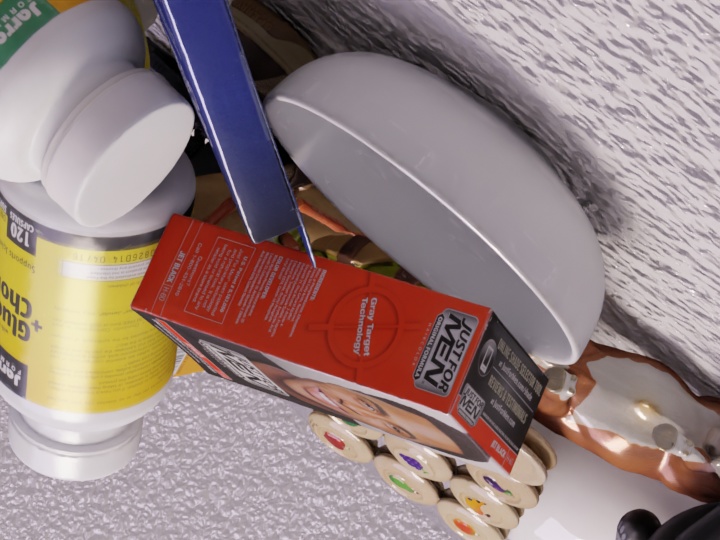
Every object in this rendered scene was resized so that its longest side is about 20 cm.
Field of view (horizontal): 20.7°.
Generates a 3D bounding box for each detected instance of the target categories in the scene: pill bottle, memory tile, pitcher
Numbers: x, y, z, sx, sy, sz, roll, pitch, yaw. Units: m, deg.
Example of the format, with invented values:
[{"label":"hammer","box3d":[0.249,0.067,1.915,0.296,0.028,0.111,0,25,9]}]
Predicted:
[{"label":"pill bottle","box3d":[-0.183,-0.118,1.023,0.200,0.113,0.113,43,173,15]},{"label":"pill bottle","box3d":[-0.158,0.019,1.127,0.112,0.112,0.202,34,131,30]},{"label":"memory tile","box3d":[0.038,0.103,1.178,0.153,0.017,0.200,34,157,7]},{"label":"pitcher","box3d":[0.171,0.176,1.246,0.199,0.121,0.173,31,123,28]}]

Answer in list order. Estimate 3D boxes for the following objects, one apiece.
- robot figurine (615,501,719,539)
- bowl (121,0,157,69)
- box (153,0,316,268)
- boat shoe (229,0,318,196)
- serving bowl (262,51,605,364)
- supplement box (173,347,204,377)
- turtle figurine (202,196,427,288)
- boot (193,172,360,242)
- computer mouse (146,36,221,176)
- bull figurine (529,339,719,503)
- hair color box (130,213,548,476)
[{"label":"robot figurine","box3d":[0.205,0.207,1.081,0.123,0.151,0.201,0,136,1]},{"label":"bowl","box3d":[-0.189,-0.155,1.203,0.200,0.108,0.201,41,157,21]},{"label":"box","box3d":[-0.072,-0.100,0.970,0.122,0.032,0.201,-116,5,-50]},{"label":"boat shoe","box3d":[-0.045,-0.080,1.137,0.072,0.072,0.200,36,171,26]},{"label":"serving bowl","box3d":[0.046,-0.042,0.969,0.200,0.066,0.200,38,171,7]},{"label":"supplement box","box3d":[-0.094,0.022,1.318,0.199,0.069,0.067,-9,-126,-43]},{"label":"turtle figurine","box3d":[0.000,0.000,1.148,0.160,0.065,0.200,13,-176,26]},{"label":"boot","box3d":[-0.070,-0.003,1.259,0.175,0.067,0.199,36,-146,25]},{"label":"computer mouse","box3d":[-0.141,-0.070,1.337,0.138,0.200,0.053,45,135,-11]},{"label":"bull figurine","box3d":[0.135,0.071,1.094,0.198,0.066,0.122,20,167,11]},{"label":"hair color box","box3d":[-0.011,0.038,1.037,0.198,0.062,0.102,16,164,29]}]
